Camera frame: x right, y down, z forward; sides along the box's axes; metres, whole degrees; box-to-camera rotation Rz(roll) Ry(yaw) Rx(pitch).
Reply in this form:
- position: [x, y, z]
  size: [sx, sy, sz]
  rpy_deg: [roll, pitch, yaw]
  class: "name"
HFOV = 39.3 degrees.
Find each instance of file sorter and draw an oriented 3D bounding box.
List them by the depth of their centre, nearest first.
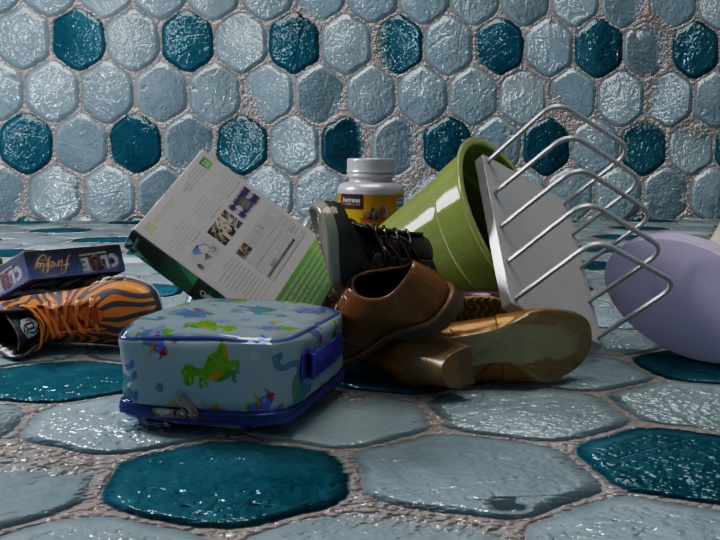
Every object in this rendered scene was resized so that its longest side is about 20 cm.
- position: [0.221, -0.050, 1.047]
  size: [0.137, 0.203, 0.124]
  rpy_deg: [23, -46, -31]
  class: "file sorter"

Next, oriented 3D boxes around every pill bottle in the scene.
- position: [0.016, -0.078, 1.623]
  size: [0.107, 0.204, 0.109]
  rpy_deg: [0, 6, 0]
  class: "pill bottle"

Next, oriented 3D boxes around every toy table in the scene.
- position: [0.375, 0.010, 1.068]
  size: [0.116, 0.187, 0.199]
  rpy_deg: [-23, 41, -35]
  class: "toy table"

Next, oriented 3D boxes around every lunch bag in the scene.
- position: [-0.100, 0.074, 0.845]
  size: [0.157, 0.084, 0.200]
  rpy_deg: [1, 7, 13]
  class: "lunch bag"

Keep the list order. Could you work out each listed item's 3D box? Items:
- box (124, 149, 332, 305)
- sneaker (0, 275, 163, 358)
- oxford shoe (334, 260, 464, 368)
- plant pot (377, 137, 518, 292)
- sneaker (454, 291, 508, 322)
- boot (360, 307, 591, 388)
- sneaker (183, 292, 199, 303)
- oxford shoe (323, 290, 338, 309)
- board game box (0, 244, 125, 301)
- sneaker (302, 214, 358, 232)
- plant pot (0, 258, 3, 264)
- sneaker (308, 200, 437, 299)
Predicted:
- position: [-0.122, -0.017, 1.035]
  size: [0.199, 0.036, 0.145]
  rpy_deg: [36, 47, -4]
  class: "box"
- position: [-0.314, 0.058, 1.070]
  size: [0.196, 0.079, 0.112]
  rpy_deg: [-9, 8, 18]
  class: "sneaker"
- position: [0.002, 0.035, 0.930]
  size: [0.199, 0.071, 0.072]
  rpy_deg: [-27, 30, 41]
  class: "oxford shoe"
- position: [0.098, -0.021, 1.175]
  size: [0.188, 0.203, 0.199]
  rpy_deg: [-27, -9, 31]
  class: "plant pot"
- position: [0.098, 0.051, 1.074]
  size: [0.196, 0.077, 0.090]
  rpy_deg: [2, 13, 9]
  class: "sneaker"
- position: [0.107, 0.067, 0.967]
  size: [0.198, 0.072, 0.143]
  rpy_deg: [-9, 11, -31]
  class: "boot"
- position: [-0.156, 0.043, 1.084]
  size: [0.079, 0.202, 0.131]
  rpy_deg: [28, -43, -12]
  class: "sneaker"
- position: [-0.068, 0.026, 1.317]
  size: [0.074, 0.072, 0.198]
  rpy_deg: [14, 15, 41]
  class: "oxford shoe"
- position: [-0.394, 0.019, 1.205]
  size: [0.198, 0.035, 0.134]
  rpy_deg: [-22, -9, 38]
  class: "board game box"
- position: [0.000, 0.000, 1.304]
  size: [0.199, 0.075, 0.087]
  rpy_deg: [40, -17, -13]
  class: "sneaker"
- position: [-0.556, -0.057, 1.268]
  size: [0.196, 0.197, 0.200]
  rpy_deg: [-11, -3, -1]
  class: "plant pot"
- position: [0.015, -0.025, 0.966]
  size: [0.104, 0.076, 0.200]
  rpy_deg: [-19, -22, 0]
  class: "sneaker"
